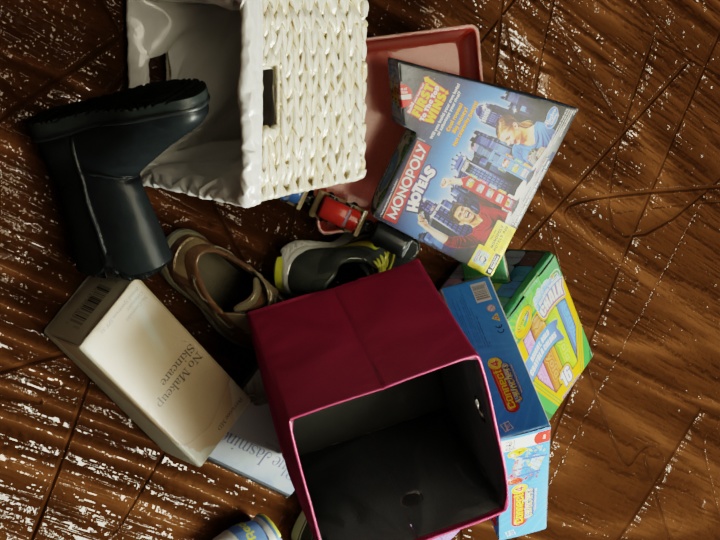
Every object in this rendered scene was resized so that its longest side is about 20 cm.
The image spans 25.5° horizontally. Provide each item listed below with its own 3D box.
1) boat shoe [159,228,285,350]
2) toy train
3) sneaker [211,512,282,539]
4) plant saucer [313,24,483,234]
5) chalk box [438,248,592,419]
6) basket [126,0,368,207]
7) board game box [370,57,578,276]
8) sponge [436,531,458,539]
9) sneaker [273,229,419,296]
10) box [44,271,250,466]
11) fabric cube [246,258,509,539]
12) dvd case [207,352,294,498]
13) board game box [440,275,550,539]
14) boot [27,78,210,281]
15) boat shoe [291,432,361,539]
[{"bbox_3d":[-0.125,0.031,1.642,0.199,0.071,0.076,36,78,-38],"label":"boat shoe"},{"bbox_3d":[-0.027,-0.061,1.666,0.198,0.046,0.034,26,100,-9],"label":"toy train"},{"bbox_3d":[-0.125,0.367,1.723,0.081,0.074,0.203,-11,100,-34],"label":"sneaker"},{"bbox_3d":[0.037,-0.153,1.707,0.197,0.037,0.202,-9,103,-11],"label":"plant saucer"},{"bbox_3d":[0.163,0.056,1.832,0.124,0.124,0.201,-49,126,-35],"label":"chalk box"},{"bbox_3d":[-0.111,-0.178,1.530,0.160,0.199,0.201,-11,107,-42],"label":"basket"},{"bbox_3d":[0.094,-0.129,1.674,0.198,0.062,0.202,27,95,-15],"label":"board game box"},{"bbox_3d":[0.078,0.279,1.890,0.200,0.030,0.112,-44,124,-23],"label":"sponge"},{"bbox_3d":[0.000,0.000,1.716,0.199,0.084,0.075,-18,121,-40],"label":"sneaker"},{"bbox_3d":[-0.210,0.096,1.586,0.095,0.077,0.200,-53,126,-17],"label":"box"},{"bbox_3d":[0.016,0.141,1.589,0.198,0.200,0.198,-18,121,-7],"label":"fabric cube"},{"bbox_3d":[-0.073,0.139,1.693,0.142,0.018,0.201,29,103,-35],"label":"dvd case"},{"bbox_3d":[0.141,0.146,1.680,0.055,0.201,0.197,-14,141,-7],"label":"board game box"},{"bbox_3d":[-0.204,-0.081,1.484,0.077,0.198,0.170,-52,128,-57],"label":"boot"},{"bbox_3d":[-0.013,0.241,1.755,0.068,0.057,0.202,13,109,-33],"label":"boat shoe"}]
